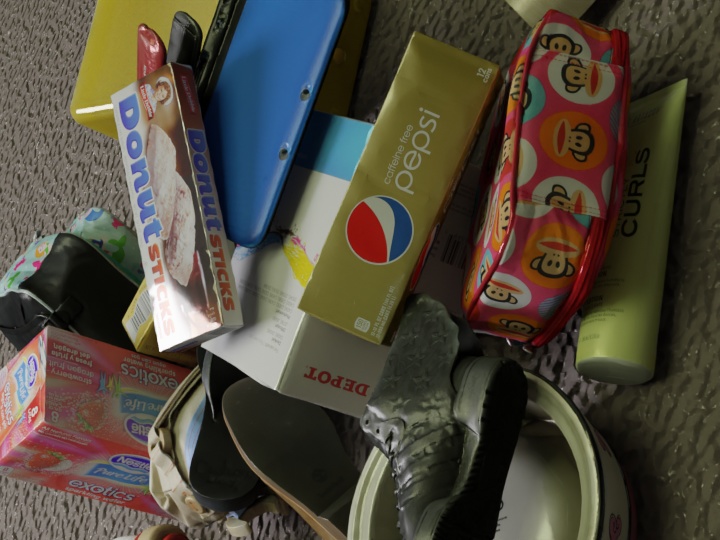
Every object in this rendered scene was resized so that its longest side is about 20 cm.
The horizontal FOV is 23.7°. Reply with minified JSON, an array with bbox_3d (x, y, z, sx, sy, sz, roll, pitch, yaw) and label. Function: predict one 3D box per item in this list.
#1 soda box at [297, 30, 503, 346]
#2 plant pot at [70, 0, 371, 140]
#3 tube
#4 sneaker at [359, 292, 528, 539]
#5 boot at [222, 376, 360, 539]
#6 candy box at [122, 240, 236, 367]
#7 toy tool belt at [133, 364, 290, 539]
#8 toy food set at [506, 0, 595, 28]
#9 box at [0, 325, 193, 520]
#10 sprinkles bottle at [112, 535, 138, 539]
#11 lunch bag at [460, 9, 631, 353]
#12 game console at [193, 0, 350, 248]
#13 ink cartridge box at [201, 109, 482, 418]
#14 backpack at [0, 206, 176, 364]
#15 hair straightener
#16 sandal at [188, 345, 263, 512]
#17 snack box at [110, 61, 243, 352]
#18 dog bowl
[{"bbox_3d":[0.028,-0.053,1.147,0.068,0.064,0.201,28,-95,-82],"label":"soda box"},{"bbox_3d":[-0.106,-0.198,1.515,0.176,0.199,0.201,2,75,44],"label":"plant pot"},{"bbox_3d":[0.177,-0.027,1.127,0.058,0.052,0.201,5,69,17],"label":"tube"},{"bbox_3d":[0.041,0.114,1.077,0.104,0.060,0.201,6,70,42],"label":"sneaker"},{"bbox_3d":[-0.036,0.161,1.268,0.200,0.073,0.076,45,151,29],"label":"boot"},{"bbox_3d":[-0.107,-0.010,1.473,0.201,0.116,0.056,-61,34,15],"label":"candy box"},{"bbox_3d":[-0.107,0.156,1.376,0.122,0.125,0.201,-19,39,44],"label":"toy tool belt"},{"bbox_3d":[0.149,-0.274,1.295,0.144,0.060,0.200,-47,40,15],"label":"toy food set"},{"bbox_3d":[-0.206,0.134,1.468,0.103,0.199,0.095,-38,44,38],"label":"box"},{"bbox_3d":[-0.193,0.332,1.469,0.068,0.068,0.201,-25,54,48],"label":"sprinkles bottle"},{"bbox_3d":[0.117,-0.053,1.148,0.176,0.081,0.201,114,169,-63],"label":"lunch bag"},{"bbox_3d":[-0.070,-0.124,1.310,0.118,0.171,0.201,22,94,13],"label":"game console"},{"bbox_3d":[0.000,0.000,1.279,0.146,0.146,0.201,22,91,59],"label":"ink cartridge box"},{"bbox_3d":[-0.253,0.039,1.612,0.151,0.177,0.200,-56,17,-26],"label":"backpack"},{"bbox_3d":[-0.138,-0.118,1.358,0.041,0.077,0.201,38,141,34],"label":"hair straightener"},{"bbox_3d":[-0.094,0.093,1.342,0.043,0.075,0.201,83,-176,-49],"label":"sandal"},{"bbox_3d":[-0.136,-0.046,1.259,0.072,0.024,0.202,-22,75,39],"label":"snack box"},{"bbox_3d":[0.089,0.167,1.100,0.199,0.074,0.202,-20,59,36],"label":"dog bowl"}]
